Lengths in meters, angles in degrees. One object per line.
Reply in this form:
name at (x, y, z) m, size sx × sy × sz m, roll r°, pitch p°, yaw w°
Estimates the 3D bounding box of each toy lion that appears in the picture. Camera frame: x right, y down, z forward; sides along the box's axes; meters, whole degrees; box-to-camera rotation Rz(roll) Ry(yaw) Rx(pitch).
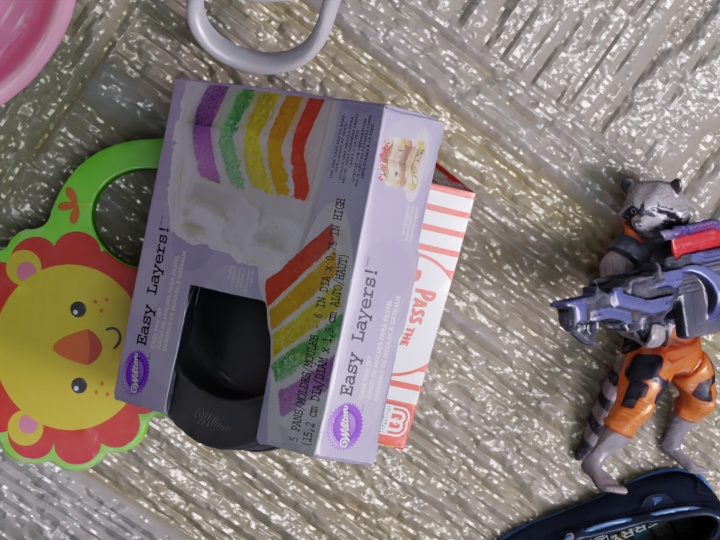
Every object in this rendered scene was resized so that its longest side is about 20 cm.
toy lion at (-0.146, 0.020, 1.605) m, size 0.190 × 0.069 × 0.202 m, roll 6°, pitch 90°, yaw 1°

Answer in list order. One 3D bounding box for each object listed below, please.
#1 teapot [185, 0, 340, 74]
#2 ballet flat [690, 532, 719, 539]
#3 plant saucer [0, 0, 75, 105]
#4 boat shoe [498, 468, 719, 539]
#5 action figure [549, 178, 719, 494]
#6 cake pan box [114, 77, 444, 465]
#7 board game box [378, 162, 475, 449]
teapot at (-0.081, -0.233, 1.521) m, size 0.145 × 0.197 × 0.202 m, roll -14°, pitch 73°, yaw 26°
ballet flat at (0.271, 0.257, 1.786) m, size 0.068 × 0.068 × 0.200 m, roll -38°, pitch 100°, yaw 8°
plant saucer at (-0.260, -0.173, 1.517) m, size 0.199 × 0.051 × 0.202 m, roll -9°, pitch 124°, yaw -14°
boat shoe at (0.140, 0.188, 1.726) m, size 0.199 × 0.069 × 0.084 m, roll -35°, pitch 110°, yaw -2°
action figure at (0.167, 0.037, 1.680) m, size 0.199 × 0.104 × 0.195 m, roll -1°, pitch 101°, yaw -40°
cake pan box at (-0.049, 0.000, 1.491) m, size 0.052 × 0.184 × 0.202 m, roll 11°, pitch 92°, yaw -41°
board game box at (0.000, 0.000, 1.572) m, size 0.046 × 0.200 × 0.153 m, roll 12°, pitch 102°, yaw -17°
